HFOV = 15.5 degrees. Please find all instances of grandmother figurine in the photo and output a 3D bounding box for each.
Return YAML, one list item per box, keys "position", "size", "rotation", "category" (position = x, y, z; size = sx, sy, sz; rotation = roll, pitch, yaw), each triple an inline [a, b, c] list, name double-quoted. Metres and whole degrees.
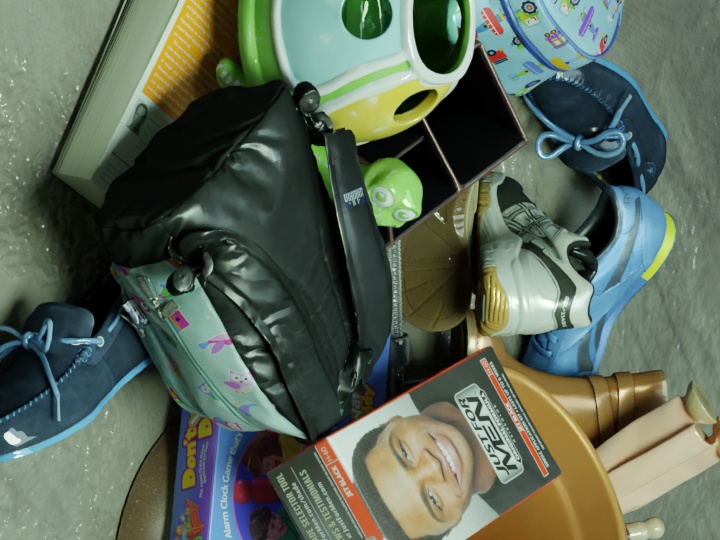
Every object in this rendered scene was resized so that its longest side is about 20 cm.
- position: [0.173, 0.157, 1.913]
  size: [0.121, 0.200, 0.061]
  rotation: [53, 13, -7]
  category: "grandmother figurine"

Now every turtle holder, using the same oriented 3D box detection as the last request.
- position: [-0.005, -0.134, 1.615]
  size: [0.141, 0.131, 0.186]
  rotation: [34, 66, -46]
  category: "turtle holder"

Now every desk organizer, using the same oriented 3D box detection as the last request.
- position: [0.015, -0.074, 1.723]
  size: [0.200, 0.077, 0.072]
  rotation: [-37, 145, -25]
  category: "desk organizer"

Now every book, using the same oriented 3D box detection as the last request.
- position: [-0.104, -0.119, 1.660]
  size: [0.134, 0.048, 0.201]
  rotation: [41, 67, -51]
  category: "book"

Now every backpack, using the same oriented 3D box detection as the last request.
- position: [-0.067, 0.004, 1.591]
  size: [0.167, 0.126, 0.201]
  rotation: [-47, 128, -31]
  category: "backpack"
- position: [0.131, -0.229, 1.832]
  size: [0.183, 0.134, 0.201]
  rotation: [44, 51, -48]
  category: "backpack"

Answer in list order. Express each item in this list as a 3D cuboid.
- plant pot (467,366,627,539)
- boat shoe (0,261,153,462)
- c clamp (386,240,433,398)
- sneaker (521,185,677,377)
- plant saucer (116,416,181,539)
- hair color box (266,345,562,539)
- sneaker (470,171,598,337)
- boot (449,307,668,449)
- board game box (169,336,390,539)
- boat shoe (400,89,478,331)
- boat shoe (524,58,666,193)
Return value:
- position: [0.069, 0.184, 1.830]
  size: [0.200, 0.140, 0.201]
  rotation: [29, 44, -32]
  category: "plant pot"
- position: [-0.184, 0.049, 1.585]
  size: [0.200, 0.084, 0.069]
  rotation: [-48, 127, -56]
  category: "boat shoe"
- position: [0.000, 0.000, 1.806]
  size: [0.170, 0.027, 0.201]
  rotation: [-16, 110, -25]
  category: "c clamp"
- position: [0.157, 0.025, 1.989]
  size: [0.078, 0.066, 0.201]
  rotation: [24, 100, -41]
  category: "sneaker"
- position: [-0.083, 0.183, 1.763]
  size: [0.200, 0.037, 0.201]
  rotation: [-16, 111, -48]
  category: "plant saucer"
- position: [0.037, 0.128, 1.667]
  size: [0.200, 0.061, 0.102]
  rotation: [-27, 86, -53]
  category: "hair color box"
- position: [0.123, -0.007, 1.874]
  size: [0.200, 0.087, 0.076]
  rotation: [-92, -176, -62]
  category: "sneaker"
- position: [0.149, 0.092, 1.940]
  size: [0.074, 0.154, 0.201]
  rotation: [-99, 177, -49]
  category: "boot"
- position: [-0.050, 0.108, 1.719]
  size: [0.134, 0.045, 0.201]
  rotation: [14, 75, -36]
  category: "board game box"
- position: [0.048, -0.061, 1.858]
  size: [0.065, 0.071, 0.201]
  rotation: [-88, 180, -73]
  category: "boat shoe"
- position: [0.182, -0.104, 1.980]
  size: [0.200, 0.084, 0.069]
  rotation: [33, 65, -48]
  category: "boat shoe"
